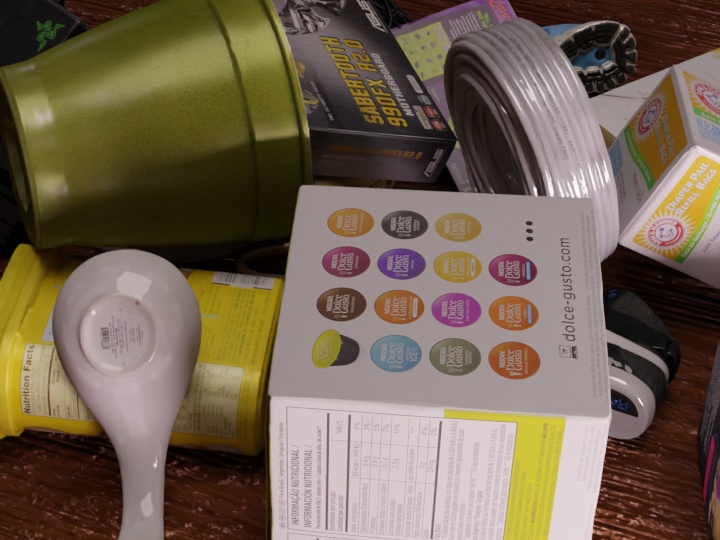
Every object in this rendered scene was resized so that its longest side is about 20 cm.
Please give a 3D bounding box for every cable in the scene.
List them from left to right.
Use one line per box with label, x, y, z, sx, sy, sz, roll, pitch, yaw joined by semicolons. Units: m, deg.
cable;0.128;-0.088;1.133;0.069;0.202;0.200;-22;7;-8

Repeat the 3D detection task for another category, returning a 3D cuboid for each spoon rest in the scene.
spoon rest;-0.151;0.088;0.991;0.098;0.203;0.061;-2;-1;1

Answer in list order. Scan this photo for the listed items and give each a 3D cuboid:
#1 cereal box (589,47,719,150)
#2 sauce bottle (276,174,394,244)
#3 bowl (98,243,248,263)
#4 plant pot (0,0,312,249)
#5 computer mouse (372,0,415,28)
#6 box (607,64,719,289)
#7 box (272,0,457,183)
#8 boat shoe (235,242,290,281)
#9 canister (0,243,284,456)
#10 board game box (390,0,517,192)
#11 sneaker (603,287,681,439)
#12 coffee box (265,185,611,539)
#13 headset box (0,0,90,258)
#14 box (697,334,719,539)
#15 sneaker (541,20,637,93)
cereal box;0.301;-0.125;1.315;0.198;0.040;0.144;-23;47;-27
sauce bottle;-0.005;-0.082;1.263;0.065;0.067;0.200;23;38;23
bowl;-0.156;-0.104;1.265;0.198;0.091;0.202;1;39;-1
plant pot;-0.158;-0.100;1.096;0.191;0.202;0.201;-13;42;-17
computer mouse;-0.035;-0.235;1.459;0.198;0.046;0.141;-21;47;-25
box;0.296;-0.052;1.158;0.198;0.102;0.113;22;36;-18
box;-0.030;-0.159;1.243;0.157;0.049;0.201;3;43;-33
boat shoe;0.000;0.000;1.168;0.198;0.065;0.072;-13;42;-17
canister;-0.159;0.057;1.079;0.197;0.087;0.149;6;40;3
board game box;0.108;-0.143;1.302;0.119;0.032;0.201;-21;62;-4
sneaker;0.140;0.043;1.128;0.199;0.074;0.112;27;42;16
coffee box;0.046;0.088;0.961;0.195;0.202;0.201;3;40;2
headset box;-0.301;-0.147;1.230;0.174;0.093;0.201;36;88;33
box;0.292;0.143;0.981;0.121;0.107;0.201;4;41;2
sneaker;0.151;-0.184;1.405;0.197;0.079;0.090;-10;14;-5
